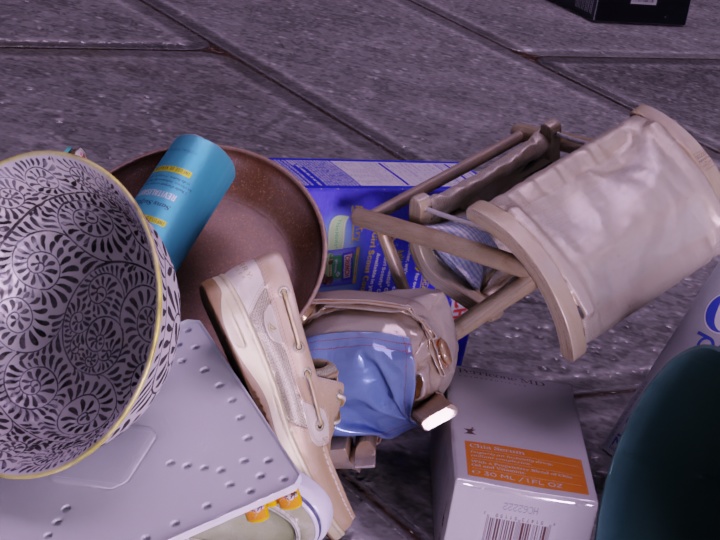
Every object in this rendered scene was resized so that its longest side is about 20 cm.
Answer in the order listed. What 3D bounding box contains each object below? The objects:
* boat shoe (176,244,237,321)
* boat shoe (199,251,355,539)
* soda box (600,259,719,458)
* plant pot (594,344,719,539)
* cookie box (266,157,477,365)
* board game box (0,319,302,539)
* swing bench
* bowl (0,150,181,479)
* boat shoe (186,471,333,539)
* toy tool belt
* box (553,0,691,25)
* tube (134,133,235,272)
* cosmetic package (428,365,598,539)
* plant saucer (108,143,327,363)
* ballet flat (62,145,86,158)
[{"bbox_3d":[-0.166,0.061,1.398,0.200,0.060,0.072,-39,55,-21],"label":"boat shoe"},{"bbox_3d":[-0.039,0.084,1.275,0.065,0.201,0.072,-27,17,-11],"label":"boat shoe"},{"bbox_3d":[0.268,0.075,1.450,0.063,0.201,0.068,30,-6,44],"label":"soda box"},{"bbox_3d":[0.263,0.166,1.226,0.160,0.202,0.201,18,18,-15],"label":"plant pot"},{"bbox_3d":[0.000,0.000,1.561,0.198,0.173,0.075,0,25,-30],"label":"cookie box"},{"bbox_3d":[-0.159,0.124,1.213,0.199,0.026,0.200,-23,36,-13],"label":"board game box"},{"bbox_3d":[0.139,-0.030,1.440,0.198,0.131,0.199,-30,14,-36],"label":"swing bench"},{"bbox_3d":[-0.180,0.032,1.214,0.200,0.202,0.094,23,4,32],"label":"bowl"},{"bbox_3d":[-0.118,0.155,1.247,0.198,0.073,0.062,6,33,15],"label":"boat shoe"},{"bbox_3d":[-0.026,0.085,1.377,0.198,0.126,0.123,-11,33,12],"label":"toy tool belt"},{"bbox_3d":[0.419,-0.481,3.193,0.198,0.105,0.182,-1,24,-31],"label":"box"},{"bbox_3d":[-0.153,-0.006,1.327,0.077,0.051,0.201,4,51,35],"label":"tube"},{"bbox_3d":[0.105,0.143,1.371,0.100,0.072,0.200,9,19,-3],"label":"cosmetic package"},{"bbox_3d":[-0.121,-0.002,1.377,0.198,0.037,0.202,-3,54,4],"label":"plant saucer"},{"bbox_3d":[-0.250,0.003,1.428,0.064,0.200,0.076,38,1,-5],"label":"ballet flat"}]
